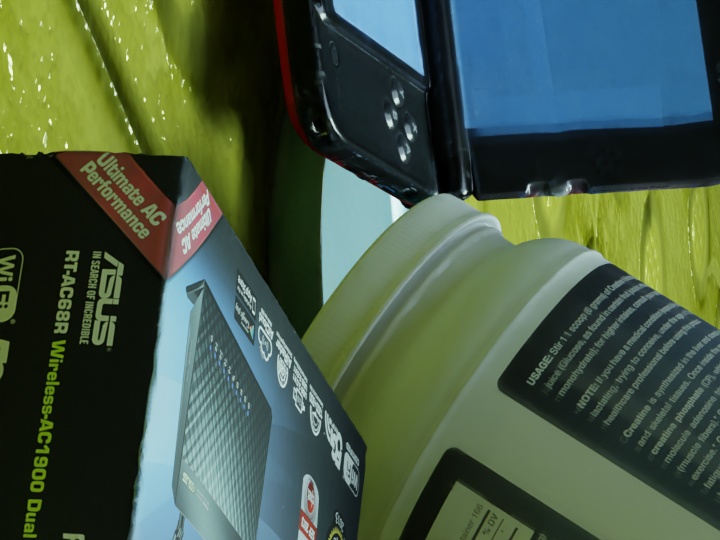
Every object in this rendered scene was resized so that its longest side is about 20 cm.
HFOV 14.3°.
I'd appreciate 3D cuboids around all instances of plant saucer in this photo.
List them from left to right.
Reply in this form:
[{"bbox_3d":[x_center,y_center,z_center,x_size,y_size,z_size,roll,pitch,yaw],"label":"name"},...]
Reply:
[{"bbox_3d":[0.000,0.000,1.058,0.200,0.027,0.200,-1,90,-75],"label":"plant saucer"}]

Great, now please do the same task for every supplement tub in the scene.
[{"bbox_3d":[0.078,0.078,0.898,0.140,0.200,0.140,-52,164,-21],"label":"supplement tub"}]

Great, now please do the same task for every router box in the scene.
[{"bbox_3d":[-0.055,0.079,0.734,0.200,0.062,0.150,60,33,-62],"label":"router box"}]

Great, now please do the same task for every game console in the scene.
[{"bbox_3d":[0.047,-0.132,0.990,0.172,0.119,0.200,27,54,-66],"label":"game console"}]
